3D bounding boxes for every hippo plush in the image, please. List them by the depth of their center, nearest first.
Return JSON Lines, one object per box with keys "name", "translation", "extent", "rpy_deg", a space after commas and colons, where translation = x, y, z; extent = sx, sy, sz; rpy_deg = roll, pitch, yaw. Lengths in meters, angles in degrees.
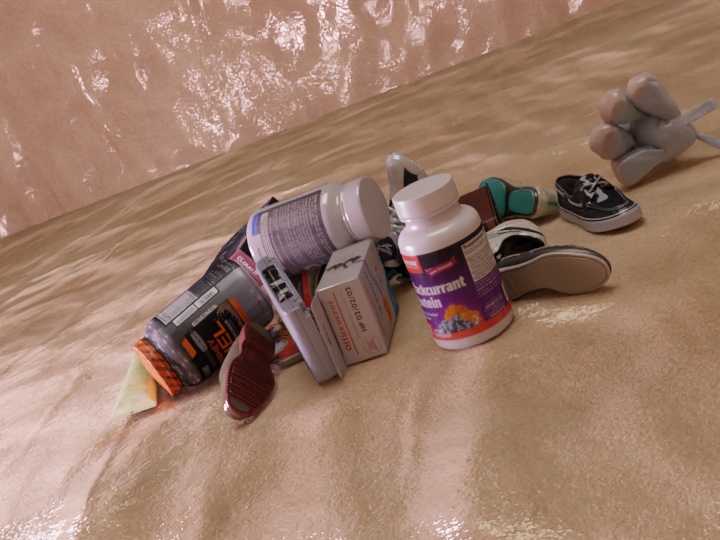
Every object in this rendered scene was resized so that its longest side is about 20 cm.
{"name": "hippo plush", "translation": [0.448, -0.241, 1.722], "extent": [0.197, 0.162, 0.161], "rpy_deg": [-20, 17, 10]}

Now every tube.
{"name": "tube", "translation": [-0.341, 0.175, 1.704], "extent": [0.059, 0.051, 0.201], "rpy_deg": [-59, 14, 17]}

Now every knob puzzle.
{"name": "knob puzzle", "translation": [-0.094, 0.090, 1.652], "extent": [0.216, 0.031, 0.220], "rpy_deg": [-21, 16, 6]}

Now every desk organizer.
{"name": "desk organizer", "translation": [0.180, -0.065, 1.695], "extent": [0.076, 0.073, 0.200], "rpy_deg": [-22, 16, 10]}

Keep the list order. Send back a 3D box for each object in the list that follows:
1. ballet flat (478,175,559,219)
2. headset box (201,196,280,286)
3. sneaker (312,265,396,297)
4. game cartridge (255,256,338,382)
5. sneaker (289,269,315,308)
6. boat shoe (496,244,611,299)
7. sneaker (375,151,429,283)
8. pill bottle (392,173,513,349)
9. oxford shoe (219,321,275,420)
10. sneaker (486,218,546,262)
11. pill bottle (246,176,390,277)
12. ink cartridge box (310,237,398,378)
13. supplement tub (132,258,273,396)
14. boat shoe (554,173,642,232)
{"name": "ballet flat", "translation": [0.260, -0.113, 1.785], "extent": [0.061, 0.069, 0.200], "rpy_deg": [1, 11, -22]}
{"name": "headset box", "translation": [-0.191, -0.022, 1.880], "extent": [0.200, 0.077, 0.150], "rpy_deg": [-40, 16, 43]}
{"name": "sneaker", "translation": [0.000, 0.000, 1.721], "extent": [0.079, 0.079, 0.199], "rpy_deg": [8, 27, 40]}
{"name": "game cartridge", "translation": [-0.087, 0.070, 1.510], "extent": [0.040, 0.135, 0.200], "rpy_deg": [-31, 26, -4]}
{"name": "sneaker", "translation": [-0.112, -0.004, 1.767], "extent": [0.080, 0.078, 0.201], "rpy_deg": [-7, 24, -2]}
{"name": "boat shoe", "translation": [0.243, -0.006, 1.425], "extent": [0.198, 0.067, 0.057], "rpy_deg": [-11, 29, 44]}
{"name": "sneaker", "translation": [0.058, -0.068, 1.668], "extent": [0.079, 0.201, 0.129], "rpy_deg": [22, 55, 41]}
{"name": "pill bottle", "translation": [0.112, -0.013, 1.389], "extent": [0.110, 0.203, 0.112], "rpy_deg": [-21, 16, 6]}
{"name": "oxford shoe", "translation": [-0.163, 0.154, 1.519], "extent": [0.075, 0.070, 0.201], "rpy_deg": [-50, 12, 24]}
{"name": "sneaker", "translation": [0.169, -0.017, 1.548], "extent": [0.197, 0.077, 0.088], "rpy_deg": [-24, 16, -1]}
{"name": "pill bottle", "translation": [-0.061, -0.065, 1.639], "extent": [0.197, 0.115, 0.114], "rpy_deg": [-18, 17, 27]}
{"name": "ink cartridge box", "translation": [-0.004, 0.049, 1.506], "extent": [0.067, 0.117, 0.200], "rpy_deg": [-18, 18, 15]}
{"name": "supplement tub", "translation": [-0.238, 0.088, 1.656], "extent": [0.199, 0.123, 0.122], "rpy_deg": [-41, 21, -17]}
{"name": "boat shoe", "translation": [0.342, -0.107, 1.607], "extent": [0.071, 0.069, 0.200], "rpy_deg": [-25, 17, -8]}
